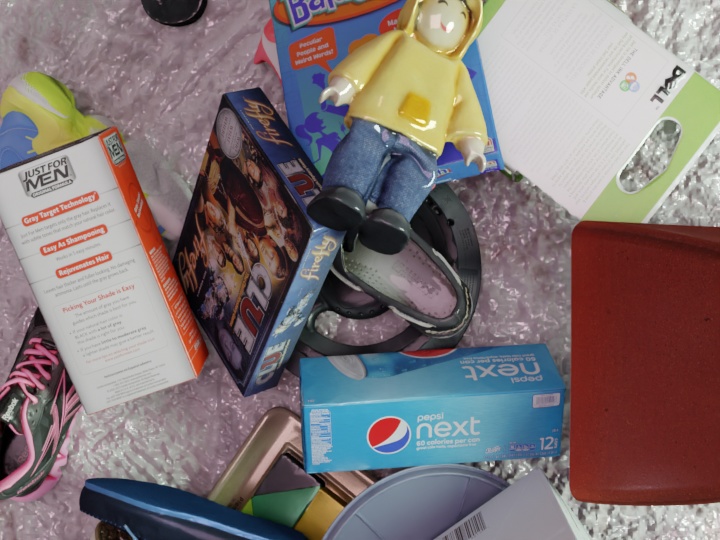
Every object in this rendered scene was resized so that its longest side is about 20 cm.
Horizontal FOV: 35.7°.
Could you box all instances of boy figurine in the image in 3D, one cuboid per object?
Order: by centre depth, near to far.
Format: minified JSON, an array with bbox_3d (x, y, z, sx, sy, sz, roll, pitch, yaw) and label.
[{"bbox_3d":[0.037,-0.111,0.756,0.123,0.064,0.202,27,71,-9],"label":"boy figurine"}]

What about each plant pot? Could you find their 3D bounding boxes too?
[{"bbox_3d":[0.274,0.066,0.761,0.197,0.176,0.203,1,89,-24],"label":"plant pot"}]

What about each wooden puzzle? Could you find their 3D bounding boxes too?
[{"bbox_3d":[-0.046,0.242,0.916,0.199,0.037,0.186,36,94,8],"label":"wooden puzzle"}]

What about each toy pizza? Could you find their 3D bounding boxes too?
[{"bbox_3d":[0.054,0.244,0.879,0.197,0.032,0.203,-3,103,-12],"label":"toy pizza"}]

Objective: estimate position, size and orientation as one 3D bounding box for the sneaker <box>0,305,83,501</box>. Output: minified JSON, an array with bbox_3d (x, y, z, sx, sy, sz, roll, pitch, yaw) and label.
[{"bbox_3d":[-0.267,0.100,0.926,0.078,0.095,0.203,18,90,10],"label":"sneaker"}]

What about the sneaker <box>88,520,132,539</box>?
[{"bbox_3d":[-0.207,0.306,0.890,0.090,0.067,0.201,-43,41,20],"label":"sneaker"}]

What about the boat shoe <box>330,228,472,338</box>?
[{"bbox_3d":[0.002,-0.021,0.862,0.200,0.060,0.074,42,88,10],"label":"boat shoe"}]

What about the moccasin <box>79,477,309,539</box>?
[{"bbox_3d":[-0.138,0.220,0.885,0.198,0.080,0.069,16,93,16],"label":"moccasin"}]

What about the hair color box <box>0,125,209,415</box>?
[{"bbox_3d":[-0.204,0.000,0.878,0.100,0.061,0.202,-18,104,7],"label":"hair color box"}]

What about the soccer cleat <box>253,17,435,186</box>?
[{"bbox_3d":[-0.012,-0.131,0.905,0.201,0.066,0.077,53,126,12],"label":"soccer cleat"}]

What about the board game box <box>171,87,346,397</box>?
[{"bbox_3d":[-0.083,-0.017,0.847,0.136,0.034,0.201,54,141,26],"label":"board game box"}]

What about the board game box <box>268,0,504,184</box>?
[{"bbox_3d":[0.015,-0.159,0.838,0.150,0.045,0.203,-13,75,11],"label":"board game box"}]

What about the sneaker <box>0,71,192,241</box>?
[{"bbox_3d":[-0.231,-0.072,0.946,0.200,0.076,0.105,41,113,7],"label":"sneaker"}]

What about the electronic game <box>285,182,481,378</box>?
[{"bbox_3d":[0.000,0.000,0.912,0.197,0.042,0.203,-1,82,7],"label":"electronic game"}]

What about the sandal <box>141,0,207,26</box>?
[{"bbox_3d":[-0.159,-0.311,0.941,0.074,0.048,0.203,-5,88,9],"label":"sandal"}]

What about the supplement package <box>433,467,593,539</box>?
[{"bbox_3d":[0.137,0.286,0.799,0.151,0.151,0.201,-35,105,6],"label":"supplement package"}]

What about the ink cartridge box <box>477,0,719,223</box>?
[{"bbox_3d":[0.165,-0.128,0.873,0.199,0.076,0.148,39,94,7],"label":"ink cartridge box"}]

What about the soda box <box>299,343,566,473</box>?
[{"bbox_3d":[0.052,0.104,0.859,0.197,0.068,0.065,-3,117,-4],"label":"soda box"}]
